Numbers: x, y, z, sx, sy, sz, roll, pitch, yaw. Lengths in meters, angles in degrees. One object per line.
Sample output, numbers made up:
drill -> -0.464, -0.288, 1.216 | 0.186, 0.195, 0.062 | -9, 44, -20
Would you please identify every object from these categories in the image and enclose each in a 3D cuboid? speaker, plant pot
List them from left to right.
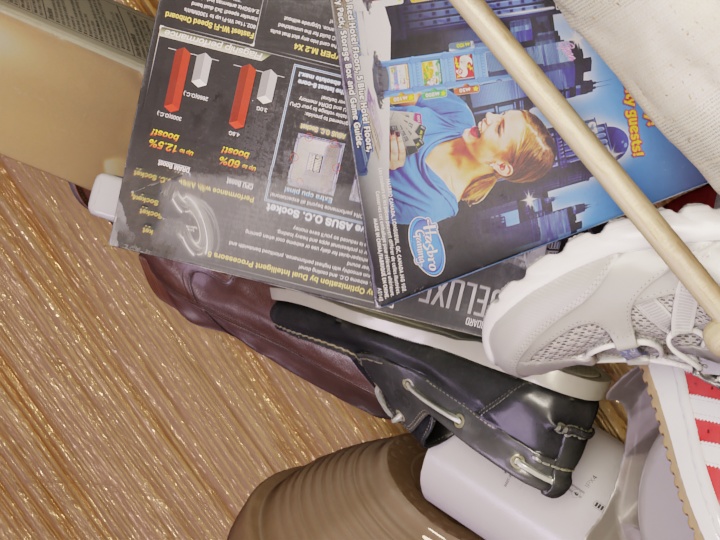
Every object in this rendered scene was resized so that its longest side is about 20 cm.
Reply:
plant pot -> 0.036, 0.153, 1.382 | 0.201, 0.201, 0.093 | 39, 118, 17
speaker -> 0.127, 0.129, 1.284 | 0.200, 0.081, 0.081 | 32, 149, 28

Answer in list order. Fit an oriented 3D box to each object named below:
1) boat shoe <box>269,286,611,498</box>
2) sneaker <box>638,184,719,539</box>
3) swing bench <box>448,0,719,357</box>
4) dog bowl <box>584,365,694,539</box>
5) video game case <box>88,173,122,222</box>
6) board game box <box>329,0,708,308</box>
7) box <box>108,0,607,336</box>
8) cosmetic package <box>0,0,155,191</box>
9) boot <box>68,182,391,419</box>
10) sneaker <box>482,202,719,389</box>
boat shoe -> 0.028, 0.052, 1.271 | 0.199, 0.072, 0.068 | 21, 103, 36
sneaker -> 0.178, 0.047, 1.021 | 0.112, 0.071, 0.201 | -30, 66, 28
swing bench -> 0.141, -0.103, 0.859 | 0.199, 0.200, 0.130 | 50, -179, -3
dog bowl -> 0.191, 0.114, 1.131 | 0.199, 0.059, 0.201 | 19, 122, 34
video game case -> 0.000, 0.000, 1.197 | 0.199, 0.022, 0.182 | 17, -179, 22
board game box -> 0.089, -0.100, 0.964 | 0.062, 0.199, 0.201 | -80, -17, -76
box -> 0.013, -0.066, 1.035 | 0.199, 0.050, 0.159 | 13, 104, 1
cosmetic package -> -0.169, -0.104, 1.276 | 0.199, 0.071, 0.105 | 22, -162, -19
boot -> -0.056, -0.006, 1.389 | 0.200, 0.064, 0.187 | 29, 161, 38
sneaker -> 0.140, 0.017, 0.961 | 0.199, 0.075, 0.083 | -14, 79, 20
